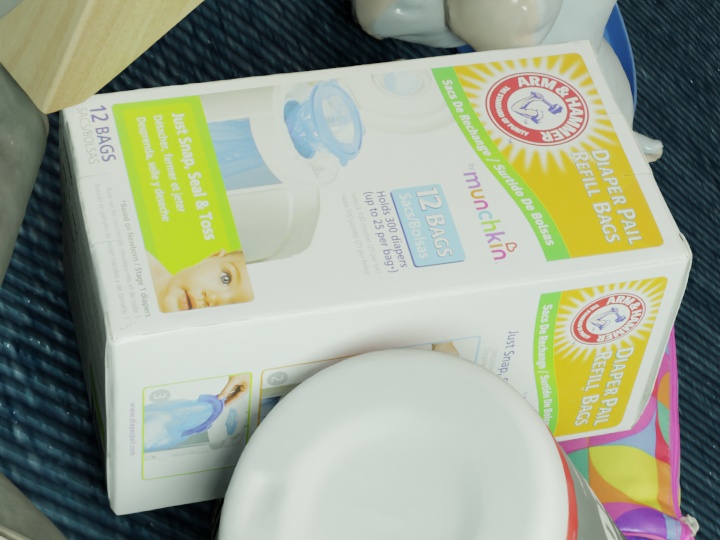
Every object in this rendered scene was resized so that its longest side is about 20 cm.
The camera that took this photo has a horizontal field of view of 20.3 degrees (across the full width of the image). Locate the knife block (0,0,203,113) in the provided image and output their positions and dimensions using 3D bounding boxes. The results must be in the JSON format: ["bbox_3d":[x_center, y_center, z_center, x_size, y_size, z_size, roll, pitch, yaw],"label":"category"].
[{"bbox_3d":[-0.064,-0.155,0.614,0.064,0.200,0.176,50,1,18],"label":"knife block"}]

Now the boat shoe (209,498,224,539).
[{"bbox_3d":[-0.019,0.044,0.819,0.200,0.063,0.071,-58,153,-35],"label":"boat shoe"}]

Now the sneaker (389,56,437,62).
[{"bbox_3d":[0.058,-0.013,0.959,0.076,0.075,0.201,-27,93,-24],"label":"sneaker"}]

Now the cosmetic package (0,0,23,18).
[{"bbox_3d":[-0.176,-0.098,0.573,0.200,0.107,0.090,-30,93,-46],"label":"cosmetic package"}]

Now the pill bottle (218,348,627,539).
[{"bbox_3d":[0.039,0.116,0.693,0.200,0.114,0.114,52,26,-57],"label":"pill bottle"}]

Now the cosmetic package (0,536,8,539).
[{"bbox_3d":[-0.067,0.168,0.574,0.200,0.108,0.085,40,13,-39],"label":"cosmetic package"}]

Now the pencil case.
[{"bbox_3d":[0.127,0.080,1.020,0.088,0.088,0.200,41,35,-37],"label":"pencil case"}]

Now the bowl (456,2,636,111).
[{"bbox_3d":[0.099,-0.166,1.216,0.201,0.039,0.201,39,37,-38],"label":"bowl"}]

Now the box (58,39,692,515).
[{"bbox_3d":[0.000,0.000,0.716,0.102,0.199,0.113,98,-20,-50],"label":"box"}]

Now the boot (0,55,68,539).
[{"bbox_3d":[-0.132,0.022,0.655,0.182,0.072,0.200,46,27,-31],"label":"boot"}]

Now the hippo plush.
[{"bbox_3d":[0.080,-0.125,1.072,0.200,0.159,0.161,-36,132,-33],"label":"hippo plush"}]
